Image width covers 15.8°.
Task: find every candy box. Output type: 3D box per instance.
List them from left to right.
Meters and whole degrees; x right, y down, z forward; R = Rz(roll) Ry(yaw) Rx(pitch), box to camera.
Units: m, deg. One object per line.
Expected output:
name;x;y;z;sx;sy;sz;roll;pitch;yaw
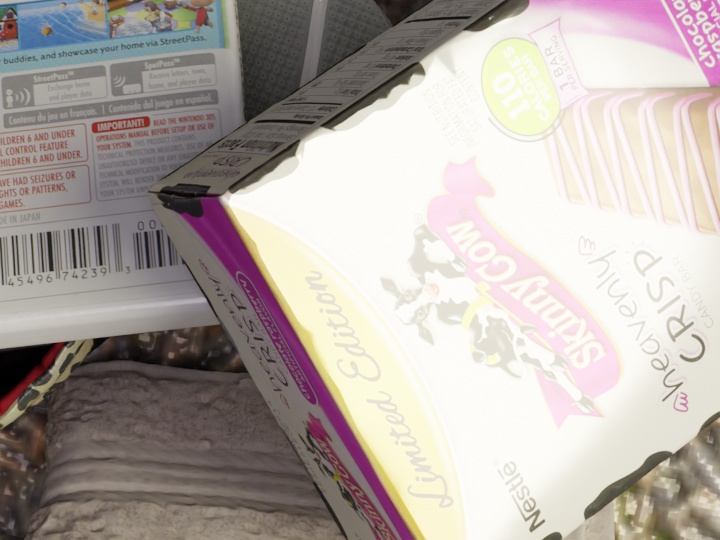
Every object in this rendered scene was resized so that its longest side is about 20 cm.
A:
candy box;0.060;-0.017;0.729;0.200;0.061;0.137;-35;106;-19

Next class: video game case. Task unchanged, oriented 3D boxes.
video game case;-0.135;-0.062;0.762;0.199;0.022;0.183;-7;70;1

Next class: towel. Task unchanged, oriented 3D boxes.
towel;-0.012;0.088;0.862;0.199;0.133;0.035;7;125;-3

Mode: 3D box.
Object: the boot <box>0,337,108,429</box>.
boot;-0.078;-0.029;0.835;0.073;0.154;0.204;40;94;-5

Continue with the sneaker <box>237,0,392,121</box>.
sneaker;0.000;0.000;0.825;0.070;0.080;0.201;-16;87;5
